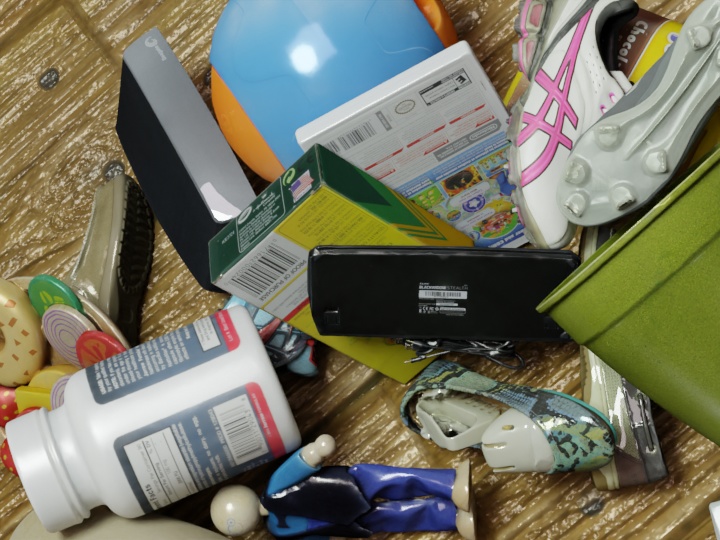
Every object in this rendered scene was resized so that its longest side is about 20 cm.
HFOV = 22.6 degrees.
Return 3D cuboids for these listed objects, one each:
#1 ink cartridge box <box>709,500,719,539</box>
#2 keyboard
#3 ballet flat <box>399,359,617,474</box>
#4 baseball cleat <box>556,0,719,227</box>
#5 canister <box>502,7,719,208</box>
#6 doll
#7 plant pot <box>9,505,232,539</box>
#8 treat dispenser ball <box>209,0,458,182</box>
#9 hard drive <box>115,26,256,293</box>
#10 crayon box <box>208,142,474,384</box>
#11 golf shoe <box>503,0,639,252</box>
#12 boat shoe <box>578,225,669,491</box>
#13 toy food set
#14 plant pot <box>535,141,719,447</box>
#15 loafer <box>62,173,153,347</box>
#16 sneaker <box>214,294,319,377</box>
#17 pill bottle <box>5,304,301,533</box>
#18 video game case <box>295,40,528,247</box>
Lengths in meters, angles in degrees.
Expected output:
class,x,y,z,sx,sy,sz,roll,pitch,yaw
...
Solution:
class,x,y,z,sx,sy,sz,roll,pitch,yaw
ink cartridge box,0.352,0.203,1.193,0.200,0.145,0.145,-20,68,15
keyboard,0.060,0.020,1.339,0.199,0.104,0.040,2,31,1
ballet flat,0.101,0.118,1.327,0.200,0.074,0.074,12,77,54
baseball cleat,0.220,-0.111,1.277,0.070,0.106,0.200,45,107,9
canister,0.222,-0.121,1.377,0.200,0.087,0.149,27,86,27
doll,-0.015,0.173,1.361,0.199,0.137,0.049,-4,47,7
plant pot,-0.181,0.259,1.385,0.200,0.187,0.188,26,85,40
treat dispenser ball,-0.019,-0.155,1.417,0.200,0.201,0.201,-6,72,20
hard drive,-0.147,-0.086,1.486,0.042,0.135,0.200,-19,62,-23
crayon box,0.000,0.000,1.367,0.127,0.200,0.051,-40,37,27
golf shoe,0.156,-0.113,1.316,0.092,0.073,0.201,0,78,26
boat shoe,0.196,0.063,1.344,0.066,0.072,0.201,-3,76,7
toy food set,-0.251,0.095,1.465,0.198,0.049,0.200,4,112,32
plant pot,0.255,0.031,1.208,0.200,0.200,0.193,-42,87,5
loafer,-0.222,0.015,1.515,0.067,0.076,0.201,2,75,15
sneaker,-0.060,0.044,1.454,0.095,0.079,0.200,38,98,15
pill bottle,-0.156,0.116,1.351,0.200,0.120,0.120,-22,66,-5
video game case,0.058,-0.071,1.365,0.143,0.200,0.018,-28,44,10
